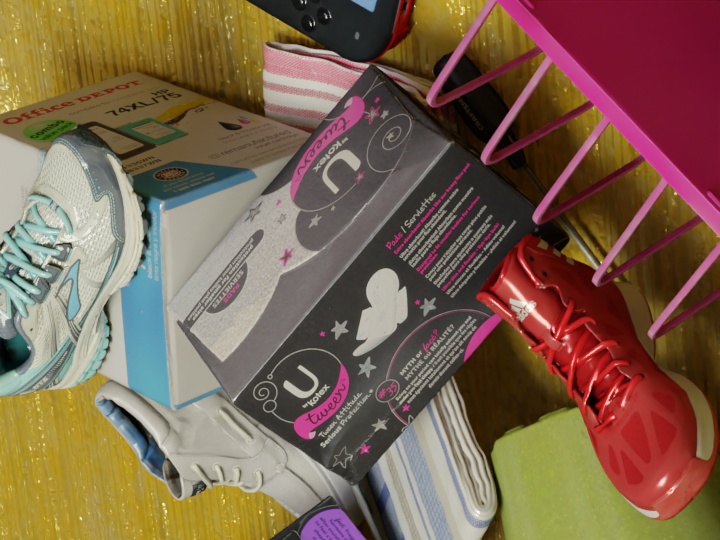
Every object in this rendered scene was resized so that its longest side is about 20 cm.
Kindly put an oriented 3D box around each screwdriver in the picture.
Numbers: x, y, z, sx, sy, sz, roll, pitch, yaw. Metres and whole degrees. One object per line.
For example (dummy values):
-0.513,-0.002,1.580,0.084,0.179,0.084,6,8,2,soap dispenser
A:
0.106,-0.049,1.557,0.029,0.028,0.200,-32,86,13,screwdriver

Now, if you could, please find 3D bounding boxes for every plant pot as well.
0.164,0.171,1.522,0.200,0.200,0.190,-28,78,42,plant pot

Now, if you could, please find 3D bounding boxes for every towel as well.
-0.006,-0.042,1.649,0.146,0.030,0.200,18,120,33,towel
0.043,0.134,1.610,0.200,0.024,0.147,105,150,-58,towel

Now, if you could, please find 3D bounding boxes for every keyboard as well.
0.002,0.152,1.704,0.011,0.056,0.200,-24,100,9,keyboard

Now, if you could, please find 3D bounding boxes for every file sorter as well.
0.158,-0.081,1.423,0.200,0.139,0.125,48,139,14,file sorter

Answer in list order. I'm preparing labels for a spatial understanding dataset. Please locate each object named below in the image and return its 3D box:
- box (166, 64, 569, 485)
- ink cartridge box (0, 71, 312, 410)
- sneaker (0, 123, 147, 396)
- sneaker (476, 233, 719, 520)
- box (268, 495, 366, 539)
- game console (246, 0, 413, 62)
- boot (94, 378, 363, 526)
0.000,0.000,1.518,0.200,0.115,0.132,-49,35,5,box
-0.135,-0.025,1.659,0.200,0.147,0.146,22,123,41,ink cartridge box
-0.191,0.003,1.550,0.078,0.086,0.200,40,133,30,sneaker
0.119,0.054,1.408,0.078,0.115,0.200,-52,29,16,sneaker
-0.042,0.251,1.705,0.122,0.106,0.200,52,158,10,box
-0.029,-0.245,1.578,0.177,0.031,0.200,30,124,25,game console
-0.093,0.128,1.721,0.200,0.096,0.074,45,147,-5,boot
